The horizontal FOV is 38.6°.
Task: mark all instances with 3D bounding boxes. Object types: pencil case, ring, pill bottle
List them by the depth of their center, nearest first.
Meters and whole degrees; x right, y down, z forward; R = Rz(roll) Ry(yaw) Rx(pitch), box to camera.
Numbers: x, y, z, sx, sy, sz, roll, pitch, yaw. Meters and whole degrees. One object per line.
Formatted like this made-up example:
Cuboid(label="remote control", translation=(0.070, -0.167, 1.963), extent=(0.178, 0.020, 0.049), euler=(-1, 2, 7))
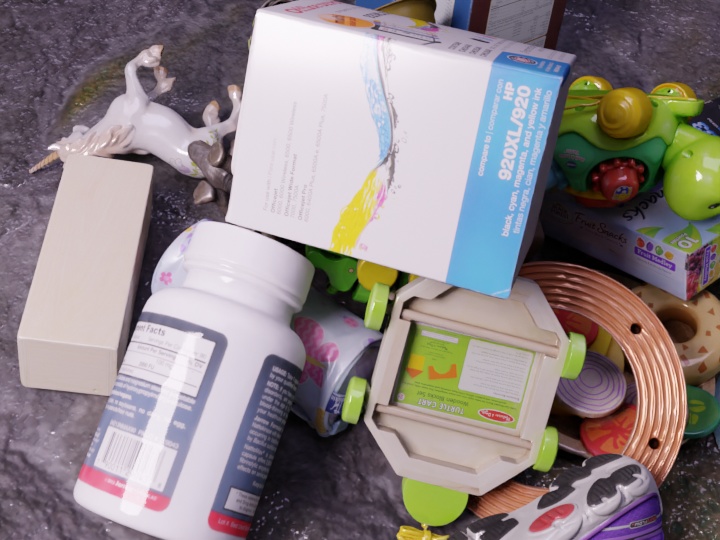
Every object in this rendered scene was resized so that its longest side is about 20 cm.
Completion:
Cuboid(label="pill bottle", translation=(-0.104, 0.077, 0.698), extent=(0.118, 0.120, 0.202), euler=(17, 77, 11))
Cuboid(label="ring", translation=(0.139, 0.094, 0.762), extent=(0.197, 0.019, 0.203), euler=(-2, 81, 11))
Cuboid(label="pencil case", translation=(-0.072, 0.043, 0.807), extent=(0.199, 0.092, 0.083), euler=(34, 32, 22))

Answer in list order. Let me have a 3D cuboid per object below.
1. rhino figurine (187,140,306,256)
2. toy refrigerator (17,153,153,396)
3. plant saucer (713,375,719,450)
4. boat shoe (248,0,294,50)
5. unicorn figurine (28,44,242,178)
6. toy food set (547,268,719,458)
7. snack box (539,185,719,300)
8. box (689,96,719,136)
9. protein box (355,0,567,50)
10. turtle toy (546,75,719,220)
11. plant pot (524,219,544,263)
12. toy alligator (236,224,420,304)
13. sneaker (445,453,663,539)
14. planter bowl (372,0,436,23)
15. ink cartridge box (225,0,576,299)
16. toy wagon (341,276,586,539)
Cuboid(label="rhino figurine", translation=(-0.094, -0.064, 0.858), extent=(0.087, 0.060, 0.200), euler=(26, 8, -39))
Cuboid(label="toy refrigerator", translation=(-0.220, 0.001, 0.843), extent=(0.075, 0.070, 0.202), euler=(7, 48, -8))
Cuboid(label="plant saucer", translation=(0.379, 0.123, 0.806), extent=(0.198, 0.039, 0.203), euler=(2, 48, -2))
Cuboid(label="boat shoe", translation=(-0.077, -0.260, 1.093), extent=(0.071, 0.061, 0.203), euler=(7, 48, 1))
Cuboid(label="unicorn figurine", translation=(-0.193, -0.135, 0.958), extent=(0.198, 0.074, 0.139), euler=(18, 60, 4))
Cuboid(label="toy food set", translation=(0.196, 0.069, 0.831), extent=(0.198, 0.049, 0.199), euler=(20, 50, 12))
Cuboid(label="snack box", translation=(0.252, -0.061, 0.914), extent=(0.141, 0.054, 0.199), euler=(-30, 39, -26))
Cuboid(label="box", translation=(0.418, -0.099, 1.001), extent=(0.197, 0.050, 0.201), euler=(-21, 54, -21))
Cuboid(label="protein box", translation=(0.104, -0.315, 1.064), extent=(0.134, 0.201, 0.199), euler=(-23, 54, -24))
Cuboid(label="turtle toy", translation=(0.217, -0.100, 0.836), extent=(0.198, 0.103, 0.145), euler=(13, 18, 35))
Cuboid(label="plant pot", translation=(0.064, -0.066, 0.865), extent=(0.199, 0.201, 0.176), euler=(-26, 72, -25))
Cuboid(label="toy alligator", translation=(0.000, 0.000, 0.762), extent=(0.197, 0.055, 0.059), euler=(10, 21, -9))
Cuboid(label="sneaker", translation=(0.122, 0.204, 0.687), extent=(0.198, 0.084, 0.081), euler=(-26, 12, -9))
Cuboid(label="planter bowl", translation=(0.005, -0.164, 0.961), extent=(0.199, 0.200, 0.084), euler=(-29, 86, -27))
Cuboid(label="ink cartridge box", translation=(0.030, -0.092, 0.702), extent=(0.197, 0.147, 0.147), euler=(15, 20, 11))
Cuboid(label="toy wagon", translation=(0.066, 0.097, 0.727), extent=(0.153, 0.203, 0.040), euler=(14, 9, -3))
